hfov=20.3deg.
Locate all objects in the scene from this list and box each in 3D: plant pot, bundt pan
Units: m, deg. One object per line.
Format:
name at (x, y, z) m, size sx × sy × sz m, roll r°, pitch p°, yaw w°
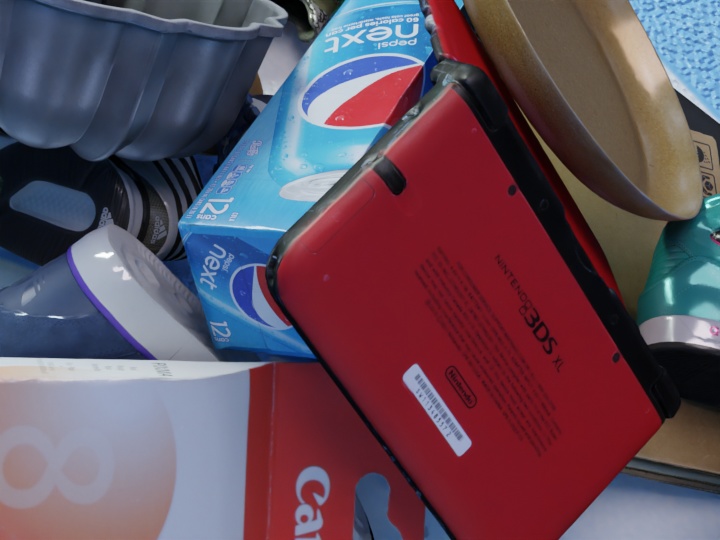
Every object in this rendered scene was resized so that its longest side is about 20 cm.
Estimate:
plant pot at (0.094, -0.106, 0.921) m, size 0.200 × 0.027 × 0.201 m, roll 45°, pitch 28°, yaw -32°
bundt pan at (-0.137, -0.105, 0.887) m, size 0.201 × 0.076 × 0.202 m, roll 17°, pitch 15°, yaw -5°

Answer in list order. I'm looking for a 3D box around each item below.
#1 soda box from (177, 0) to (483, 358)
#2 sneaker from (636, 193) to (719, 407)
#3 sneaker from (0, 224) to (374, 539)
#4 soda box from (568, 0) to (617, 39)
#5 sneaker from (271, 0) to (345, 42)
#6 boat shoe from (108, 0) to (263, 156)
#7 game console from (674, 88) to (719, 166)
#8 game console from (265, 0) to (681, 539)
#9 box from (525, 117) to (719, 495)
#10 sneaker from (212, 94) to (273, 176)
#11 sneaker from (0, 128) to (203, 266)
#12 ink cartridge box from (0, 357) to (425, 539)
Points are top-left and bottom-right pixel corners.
soda box at (-0.003, -0.049, 0.879) m, size 0.064 × 0.068 × 0.200 m, roll 4°, pitch 38°, yaw 25°
sneaker at (0.221, 0.016, 0.974) m, size 0.199 × 0.084 × 0.121 m, roll 19°, pitch 63°, yaw -24°
sneaker at (-0.104, 0.090, 0.875) m, size 0.200 × 0.146 × 0.081 m, roll 49°, pitch 9°, yaw -21°
soda box at (0.036, -0.178, 1.026) m, size 0.200 × 0.068 × 0.064 m, roll 44°, pitch 55°, yaw -5°
sneaker at (-0.025, -0.161, 1.078) m, size 0.199 × 0.077 × 0.089 m, roll -13°, pitch 71°, yaw -16°
boat shoe at (-0.128, -0.132, 1.016) m, size 0.073 × 0.063 × 0.200 m, roll -43°, pitch 84°, yaw -14°
game console at (0.085, -0.061, 1.049) m, size 0.177 × 0.031 × 0.200 m, roll 37°, pitch 55°, yaw 13°
game console at (0.041, -0.002, 0.850) m, size 0.172 × 0.200 × 0.119 m, roll -45°, pitch 34°, yaw -14°
box at (0.117, 0.003, 0.977) m, size 0.163 × 0.021 × 0.201 m, roll 13°, pitch 57°, yaw -26°
sneaker at (0.000, 0.000, 0.963) m, size 0.085 × 0.077 × 0.201 m, roll -19°, pitch 73°, yaw -39°
sneaker at (-0.156, -0.043, 0.963) m, size 0.200 × 0.076 × 0.115 m, roll 24°, pitch 8°, yaw 31°
ink cartridge box at (-0.066, 0.119, 0.812) m, size 0.199 × 0.050 × 0.163 m, roll 1°, pitch 98°, yaw -10°
